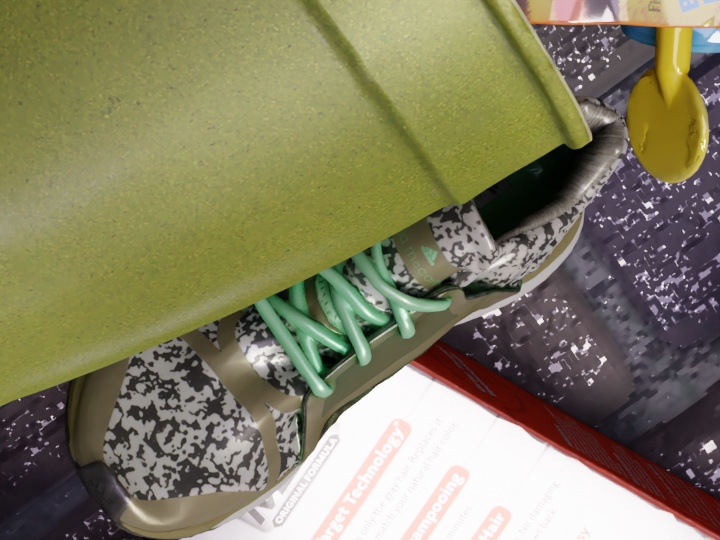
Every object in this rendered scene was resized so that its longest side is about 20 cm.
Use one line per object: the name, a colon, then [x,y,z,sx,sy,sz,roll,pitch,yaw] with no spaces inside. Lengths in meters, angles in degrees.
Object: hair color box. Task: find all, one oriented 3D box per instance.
hair color box: [0.037,0.089,0.884,0.200,0.061,0.102,31,100,-23]

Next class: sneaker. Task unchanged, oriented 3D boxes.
sneaker: [0.000,0.000,0.770,0.200,0.089,0.077,-39,92,-28]

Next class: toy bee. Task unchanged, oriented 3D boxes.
toy bee: [0.116,-0.100,0.805,0.200,0.109,0.131,-22,112,-4]

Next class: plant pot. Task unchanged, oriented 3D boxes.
plant pot: [-0.076,-0.060,0.709,0.193,0.200,0.200,-35,114,2]
